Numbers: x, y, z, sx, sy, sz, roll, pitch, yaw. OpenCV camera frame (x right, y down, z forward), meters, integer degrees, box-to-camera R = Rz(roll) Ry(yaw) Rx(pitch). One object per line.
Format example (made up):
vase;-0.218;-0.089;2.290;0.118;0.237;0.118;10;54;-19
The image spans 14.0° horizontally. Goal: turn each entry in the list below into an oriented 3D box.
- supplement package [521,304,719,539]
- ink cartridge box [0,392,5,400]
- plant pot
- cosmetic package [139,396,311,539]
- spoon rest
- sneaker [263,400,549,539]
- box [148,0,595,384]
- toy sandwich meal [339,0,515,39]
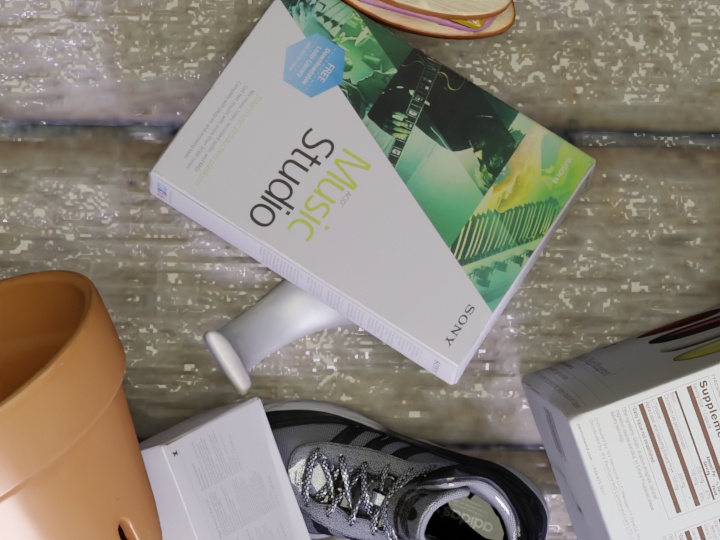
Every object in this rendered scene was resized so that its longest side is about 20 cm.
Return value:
supplement package;0.212;0.099;1.571;0.200;0.191;0.147;-20;95;-3
ink cartridge box;-0.198;0.162;1.607;0.165;0.075;0.200;-35;96;-2
plant pot;-0.190;0.111;1.483;0.200;0.200;0.140;-29;111;-2
cosmetic package;-0.062;0.177;1.570;0.051;0.083;0.200;-16;96;40
spoon rest;0.000;0.000;1.626;0.200;0.061;0.099;-31;96;-15
sneaker;0.011;0.122;1.598;0.200;0.114;0.076;14;92;-4
box;0.007;-0.051;1.588;0.200;0.036;0.144;32;73;6
toy sandwich meal;0.043;-0.231;1.600;0.205;0.070;0.205;0;94;-4
